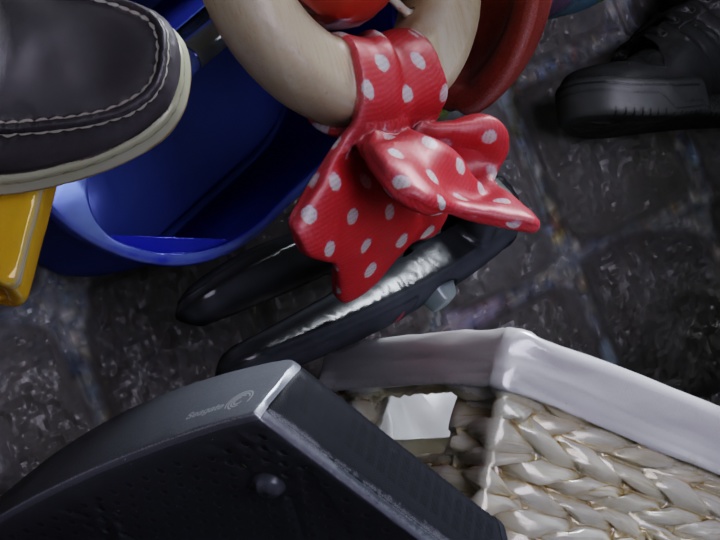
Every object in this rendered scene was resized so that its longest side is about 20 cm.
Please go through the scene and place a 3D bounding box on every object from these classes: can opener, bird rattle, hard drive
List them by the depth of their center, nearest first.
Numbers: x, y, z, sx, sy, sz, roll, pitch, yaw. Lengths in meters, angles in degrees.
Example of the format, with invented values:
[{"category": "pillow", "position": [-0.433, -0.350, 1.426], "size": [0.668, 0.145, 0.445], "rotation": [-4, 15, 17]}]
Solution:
[{"category": "hard drive", "position": [-0.048, 0.099, 0.914], "size": [0.135, 0.200, 0.042], "rotation": [38, 51, -22]}, {"category": "bird rattle", "position": [-0.001, -0.100, 0.944], "size": [0.163, 0.112, 0.201], "rotation": [37, 65, -27]}, {"category": "can opener", "position": [0.000, 0.000, 1.001], "size": [0.063, 0.079, 0.200], "rotation": [45, 35, 7]}]

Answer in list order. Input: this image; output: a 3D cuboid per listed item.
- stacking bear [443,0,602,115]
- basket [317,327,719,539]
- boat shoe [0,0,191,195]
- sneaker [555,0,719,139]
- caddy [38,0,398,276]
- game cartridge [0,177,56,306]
[{"category": "stacking bear", "position": [0.093, -0.168, 1.112], "size": [0.200, 0.114, 0.122], "rotation": [-30, 77, -43]}, {"category": "basket", "position": [0.084, 0.111, 1.003], "size": [0.199, 0.135, 0.124], "rotation": [20, 75, -30]}, {"category": "boat shoe", "position": [-0.157, -0.070, 0.848], "size": [0.199, 0.065, 0.072], "rotation": [4, 72, 4]}, {"category": "sneaker", "position": [0.158, -0.119, 1.178], "size": [0.199, 0.060, 0.105], "rotation": [-6, 85, -40]}, {"category": "caddy", "position": [-0.069, -0.086, 0.988], "size": [0.200, 0.105, 0.142], "rotation": [-45, 105, -31]}, {"category": "game cartridge", "position": [-0.178, -0.098, 0.910], "size": [0.175, 0.032, 0.201], "rotation": [11, 71, 6]}]
